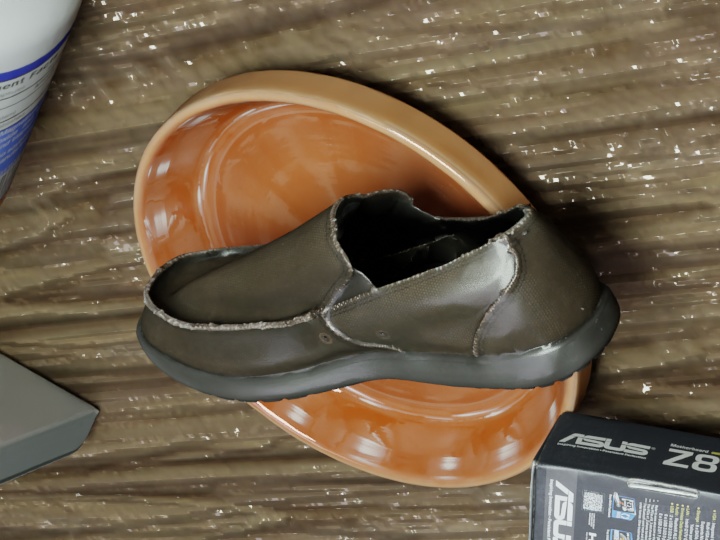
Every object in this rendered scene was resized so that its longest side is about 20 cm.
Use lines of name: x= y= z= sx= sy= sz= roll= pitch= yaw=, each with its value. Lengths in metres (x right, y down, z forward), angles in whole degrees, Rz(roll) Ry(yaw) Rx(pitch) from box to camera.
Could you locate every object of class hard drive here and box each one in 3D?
hard drive: x=-0.227 y=0.031 z=1.316 sx=0.200 sy=0.132 sz=0.026 roll=29 pitch=102 yaw=11

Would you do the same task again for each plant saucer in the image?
plant saucer: x=0.002 y=0.002 z=1.177 sx=0.200 sy=0.032 sz=0.200 roll=22 pitch=139 yaw=20

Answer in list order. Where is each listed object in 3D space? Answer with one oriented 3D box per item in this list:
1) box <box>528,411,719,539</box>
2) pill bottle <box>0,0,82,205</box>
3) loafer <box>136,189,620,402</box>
box: x=0.143 y=0.162 z=1.151 sx=0.161 sy=0.049 sz=0.200 roll=9 pitch=118 yaw=17
pill bottle: x=-0.168 y=-0.101 z=1.141 sx=0.112 sy=0.112 sz=0.200 roll=34 pitch=141 yaw=4
loafer: x=0.000 y=0.000 z=1.104 sx=0.200 sy=0.073 sz=0.071 roll=-3 pitch=121 yaw=30
